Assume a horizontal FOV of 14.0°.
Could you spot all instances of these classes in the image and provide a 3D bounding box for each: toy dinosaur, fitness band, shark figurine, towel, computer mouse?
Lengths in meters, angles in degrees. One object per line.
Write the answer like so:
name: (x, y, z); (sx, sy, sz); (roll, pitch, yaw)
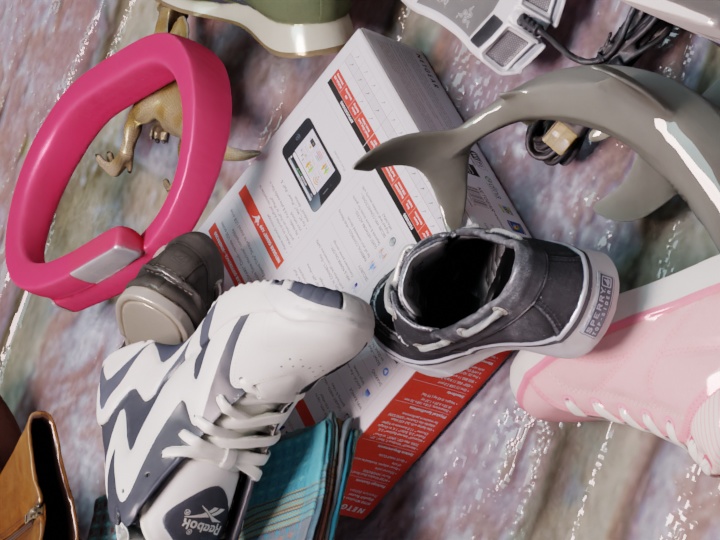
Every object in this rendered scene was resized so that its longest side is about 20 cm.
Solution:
toy dinosaur: (-0.113, -0.095, 1.712); (0.200, 0.058, 0.101); (-109, 34, -52)
fitness band: (-0.139, -0.056, 1.665); (0.200, 0.037, 0.144); (-23, 51, 51)
shark figurine: (0.111, -0.076, 1.430); (0.214, 0.089, 0.129); (10, 79, 29)
towel: (-0.088, 0.161, 1.544); (0.200, 0.022, 0.147); (-21, 46, 41)
computer mouse: (0.084, -0.143, 1.548); (0.200, 0.044, 0.110); (47, 113, 41)

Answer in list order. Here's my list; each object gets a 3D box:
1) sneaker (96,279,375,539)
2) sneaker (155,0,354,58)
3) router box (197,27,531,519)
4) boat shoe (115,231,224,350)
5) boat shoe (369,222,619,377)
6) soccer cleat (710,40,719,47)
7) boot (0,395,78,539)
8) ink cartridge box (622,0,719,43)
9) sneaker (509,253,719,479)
sneaker: (-0.067, 0.088, 1.489); (0.199, 0.079, 0.130); (-19, 59, 40)
sneaker: (-0.063, -0.187, 1.673); (0.200, 0.067, 0.090); (30, 129, 55)
router box: (0.000, 0.000, 1.585); (0.180, 0.049, 0.200); (-50, 46, 25)
boat shoe: (-0.104, 0.048, 1.636); (0.057, 0.067, 0.200); (-55, -11, -28)
boat shoe: (0.045, 0.011, 1.419); (0.200, 0.068, 0.072); (1, 74, 63)
soccer cleat: (0.150, -0.173, 1.445); (0.200, 0.073, 0.068); (43, 88, 12)
boot: (-0.209, 0.122, 1.691); (0.200, 0.068, 0.189); (122, 147, -64)
ink cartridge box: (0.192, -0.154, 1.311); (0.067, 0.200, 0.117); (22, 93, 49)
sneaker: (0.150, 0.063, 1.379); (0.200, 0.075, 0.105); (-26, 64, 44)
